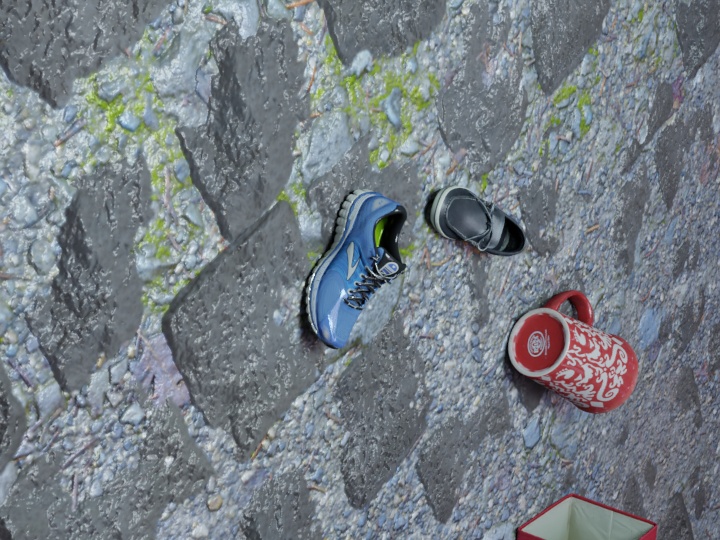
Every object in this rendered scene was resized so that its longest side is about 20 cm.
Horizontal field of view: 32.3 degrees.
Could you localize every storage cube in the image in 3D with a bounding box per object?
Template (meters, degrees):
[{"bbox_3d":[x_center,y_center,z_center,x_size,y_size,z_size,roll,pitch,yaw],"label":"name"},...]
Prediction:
[{"bbox_3d":[0.371,0.501,2.055,0.200,0.171,0.180,-17,114,-48],"label":"storage cube"}]

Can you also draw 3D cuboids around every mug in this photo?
[{"bbox_3d":[0.316,0.122,1.936,0.133,0.178,0.200,-44,141,18],"label":"mug"}]

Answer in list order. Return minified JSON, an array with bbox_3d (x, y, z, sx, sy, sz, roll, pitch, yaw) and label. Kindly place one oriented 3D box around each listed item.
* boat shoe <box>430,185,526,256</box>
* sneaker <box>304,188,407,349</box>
[{"bbox_3d":[0.165,-0.065,1.710,0.200,0.062,0.075,25,83,-50],"label":"boat shoe"},{"bbox_3d":[0.000,0.000,1.501,0.079,0.089,0.200,26,80,-50],"label":"sneaker"}]
